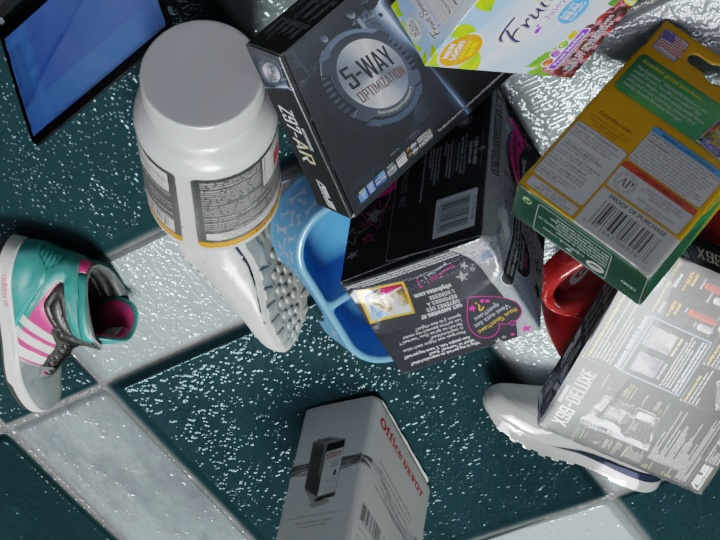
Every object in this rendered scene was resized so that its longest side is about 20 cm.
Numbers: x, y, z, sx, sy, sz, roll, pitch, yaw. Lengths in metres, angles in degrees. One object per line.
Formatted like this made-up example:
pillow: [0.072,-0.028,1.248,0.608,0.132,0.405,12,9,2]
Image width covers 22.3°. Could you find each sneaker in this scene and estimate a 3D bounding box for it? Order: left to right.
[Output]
sneaker: [-0.267,0.059,1.704,0.120,0.084,0.201,10,131,12]
sneaker: [-0.111,-0.011,1.624,0.080,0.077,0.201,-6,126,26]
sneaker: [0.211,0.137,1.720,0.198,0.077,0.081,19,120,-15]

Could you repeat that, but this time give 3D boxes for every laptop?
laptop: [-0.266,-0.232,1.429,0.177,0.104,0.200,-33,120,31]

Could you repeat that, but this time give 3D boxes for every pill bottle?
pill bottle: [-0.120,-0.106,1.445,0.115,0.117,0.200,7,155,1]

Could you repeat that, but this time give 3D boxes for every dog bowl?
dog bowl: [0.000,0.000,1.602,0.111,0.050,0.201,-32,124,-2]

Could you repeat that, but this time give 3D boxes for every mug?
mug: [0.260,0.015,1.539,0.200,0.177,0.134,-39,74,29]

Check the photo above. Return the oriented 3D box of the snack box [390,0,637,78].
snack box: [0.145,-0.234,1.339,0.168,0.068,0.200,-1,142,-43]

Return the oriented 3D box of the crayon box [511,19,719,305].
crayon box: [0.227,-0.086,1.421,0.125,0.200,0.052,37,157,16]

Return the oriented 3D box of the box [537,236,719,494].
box: [0.257,0.072,1.494,0.157,0.050,0.201,22,120,-7]

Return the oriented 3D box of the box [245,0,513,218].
box: [0.021,-0.164,1.400,0.043,0.200,0.161,24,148,45]

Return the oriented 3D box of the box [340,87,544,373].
box: [0.075,-0.037,1.488,0.131,0.201,0.115,-18,128,23]

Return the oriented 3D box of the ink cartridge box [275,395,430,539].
ink cartridge box: [-0.006,0.245,1.750,0.082,0.201,0.147,-12,128,22]
